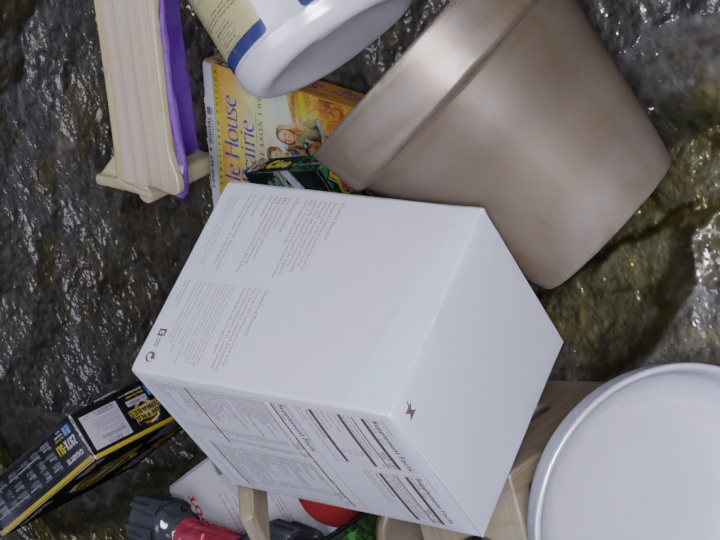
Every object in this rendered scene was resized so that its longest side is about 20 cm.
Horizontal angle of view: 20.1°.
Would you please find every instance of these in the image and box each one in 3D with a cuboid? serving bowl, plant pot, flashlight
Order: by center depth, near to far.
[{"bbox_3d":[0.097,-0.087,1.298,0.173,0.200,0.200,44,138,-2],"label":"plant pot"},{"bbox_3d":[0.193,0.155,1.320,0.066,0.198,0.202,-163,54,-70],"label":"serving bowl"},{"bbox_3d":[-0.112,0.217,1.625,0.199,0.068,0.068,10,90,45],"label":"flashlight"}]

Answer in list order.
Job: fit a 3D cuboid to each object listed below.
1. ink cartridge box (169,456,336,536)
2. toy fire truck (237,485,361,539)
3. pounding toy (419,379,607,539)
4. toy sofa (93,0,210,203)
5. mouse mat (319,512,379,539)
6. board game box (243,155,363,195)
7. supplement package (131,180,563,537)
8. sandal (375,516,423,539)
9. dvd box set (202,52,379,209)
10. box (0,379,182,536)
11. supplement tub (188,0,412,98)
[{"bbox_3d":[-0.053,0.192,1.661,0.200,0.084,0.146,-38,82,48],"label":"ink cartridge box"},{"bbox_3d":[-0.030,0.136,1.483,0.128,0.200,0.177,2,132,55],"label":"toy fire truck"},{"bbox_3d":[0.102,0.172,1.399,0.141,0.199,0.186,-2,109,47],"label":"pounding toy"},{"bbox_3d":[-0.158,-0.161,1.589,0.097,0.083,0.202,13,119,36],"label":"toy sofa"},{"bbox_3d":[0.000,0.231,1.522,0.008,0.160,0.201,50,165,27],"label":"mouse mat"},{"bbox_3d":[0.000,0.000,1.493,0.104,0.023,0.201,0,130,53],"label":"board game box"},{"bbox_3d":[-0.005,0.054,1.297,0.198,0.153,0.151,7,149,34],"label":"supplement package"},{"bbox_3d":[0.065,0.252,1.455,0.054,0.080,0.202,-135,33,-76],"label":"sandal"},{"bbox_3d":[-0.039,-0.075,1.547,0.199,0.029,0.148,22,125,38],"label":"dvd box set"},{"bbox_3d":[-0.221,0.148,1.757,0.050,0.159,0.200,57,138,5],"label":"box"},{"bbox_3d":[-0.068,-0.238,1.406,0.201,0.144,0.144,58,139,6],"label":"supplement tub"}]
